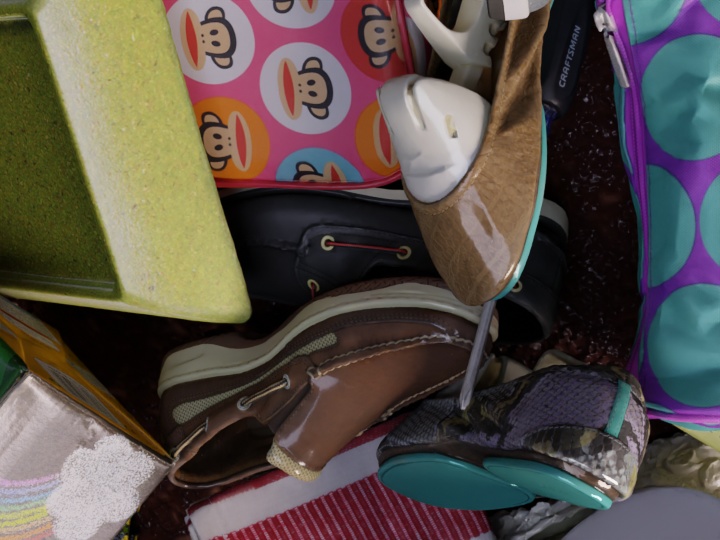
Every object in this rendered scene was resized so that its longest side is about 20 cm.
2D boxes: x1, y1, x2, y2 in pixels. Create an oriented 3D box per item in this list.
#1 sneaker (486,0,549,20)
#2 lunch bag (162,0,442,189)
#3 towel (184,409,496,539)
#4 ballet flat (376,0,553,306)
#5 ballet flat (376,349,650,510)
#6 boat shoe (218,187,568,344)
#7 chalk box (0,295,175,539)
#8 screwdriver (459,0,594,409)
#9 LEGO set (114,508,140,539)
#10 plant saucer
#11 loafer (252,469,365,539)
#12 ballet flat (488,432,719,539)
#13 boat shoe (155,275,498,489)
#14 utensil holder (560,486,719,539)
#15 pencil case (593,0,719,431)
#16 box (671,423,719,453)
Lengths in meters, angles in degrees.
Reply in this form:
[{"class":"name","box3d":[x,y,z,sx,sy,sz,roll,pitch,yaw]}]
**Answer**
[{"class":"sneaker","box3d":[0.108,-0.194,0.654,0.119,0.084,0.203,5,82,7]},{"class":"lunch bag","box3d":[-0.053,-0.137,0.751,0.174,0.082,0.202,1,115,16]},{"class":"towel","box3d":[0.013,0.182,0.805,0.143,0.023,0.202,-21,78,-11]},{"class":"ballet flat","box3d":[0.045,-0.090,0.697,0.067,0.072,0.202,0,73,51]},{"class":"ballet flat","box3d":[0.069,0.070,0.734,0.072,0.072,0.200,49,159,-9]},{"class":"boat shoe","box3d":[-0.001,-0.001,0.798,0.199,0.064,0.074,3,151,14]},{"class":"chalk box","box3d":[-0.212,0.114,0.782,0.200,0.124,0.124,-49,52,-1]},{"class":"screwdriver","box3d":[0.068,-0.036,0.719,0.028,0.202,0.029,4,153,33]},{"class":"LEGO set","box3d":[-0.229,0.131,0.901,0.198,0.116,0.155,21,118,5]},{"class":"plant saucer","box3d":[-0.158,-0.063,0.786,0.199,0.048,0.202,5,118,44]},{"class":"loafer","box3d":[-0.022,0.157,0.846,0.073,0.072,0.202,-36,72,48]},{"class":"ballet flat","box3d":[0.119,0.144,0.840,0.199,0.072,0.072,-28,104,24]},{"class":"boat shoe","box3d":[-0.018,0.063,0.770,0.074,0.076,0.201,28,147,-36]},{"class":"utensil holder","box3d":[0.182,0.213,0.757,0.169,0.171,0.199,-38,123,27]},{"class":"pencil case","box3d":[0.146,-0.033,0.708,0.091,0.085,0.203,-5,91,-14]},{"class":"box","box3d":[0.232,0.081,0.778,0.199,0.050,0.076,30,98,1]}]
